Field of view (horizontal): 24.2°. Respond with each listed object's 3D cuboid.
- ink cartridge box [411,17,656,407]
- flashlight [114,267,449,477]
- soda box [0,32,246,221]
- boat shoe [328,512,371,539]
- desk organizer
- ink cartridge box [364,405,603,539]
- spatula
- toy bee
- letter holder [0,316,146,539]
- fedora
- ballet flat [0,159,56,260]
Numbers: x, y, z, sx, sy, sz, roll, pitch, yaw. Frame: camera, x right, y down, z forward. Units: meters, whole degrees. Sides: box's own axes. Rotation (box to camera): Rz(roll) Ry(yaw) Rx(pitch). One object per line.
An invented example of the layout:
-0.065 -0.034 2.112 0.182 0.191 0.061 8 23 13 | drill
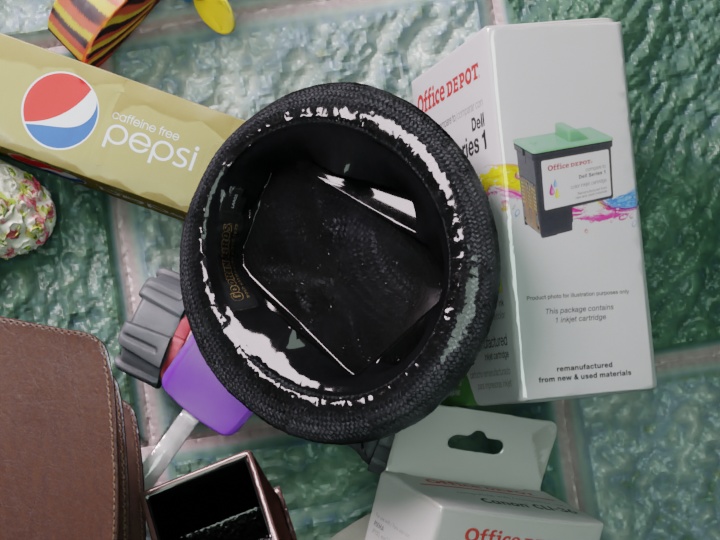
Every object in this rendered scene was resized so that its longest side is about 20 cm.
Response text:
0.093 -0.027 0.947 0.083 0.145 0.203 -3 85 -16 | ink cartridge box
-0.042 0.067 0.979 0.198 0.068 0.068 24 45 6 | flashlight
-0.144 -0.078 0.993 0.198 0.068 0.065 19 85 1 | soda box
-0.034 0.227 0.975 0.071 0.070 0.201 44 90 -8 | boat shoe
-0.053 0.205 0.884 0.071 0.077 0.202 -20 63 -1 | desk organizer
0.060 0.183 0.936 0.115 0.067 0.202 10 96 -31 | ink cartridge box
-0.119 0.113 0.950 0.056 0.021 0.201 37 91 -4 | spatula
-0.114 -0.212 0.986 0.130 0.109 0.202 24 85 3 | toy bee
-0.156 0.141 0.846 0.141 0.100 0.202 12 64 -29 | letter holder
0.000 0.000 0.912 0.199 0.091 0.203 -6 78 27 | fedora
-0.280 -0.050 0.990 0.198 0.064 0.076 17 102 1 | ballet flat
